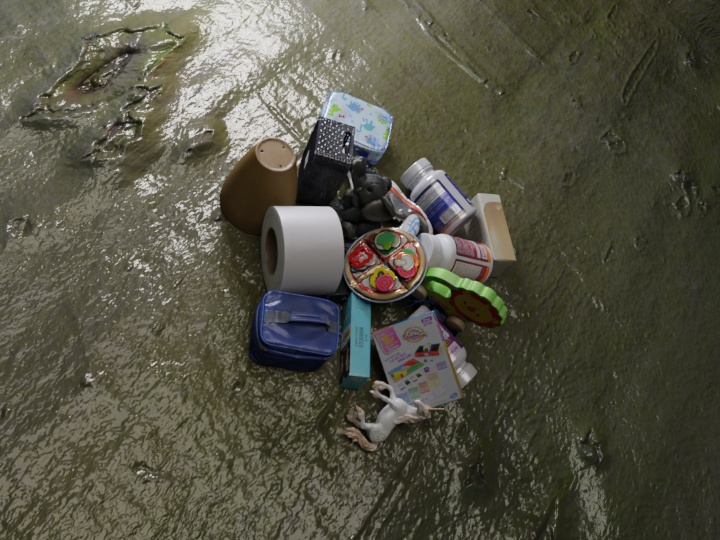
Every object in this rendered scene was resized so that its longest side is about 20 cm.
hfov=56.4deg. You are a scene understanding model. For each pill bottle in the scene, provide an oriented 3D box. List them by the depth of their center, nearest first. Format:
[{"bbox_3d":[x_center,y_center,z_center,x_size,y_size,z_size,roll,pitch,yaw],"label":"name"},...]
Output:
[{"bbox_3d":[0.176,0.189,1.568,0.200,0.112,0.112,47,57,7],"label":"pill bottle"},{"bbox_3d":[0.227,-0.030,1.683,0.198,0.109,0.111,12,59,-32],"label":"pill bottle"},{"bbox_3d":[0.202,-0.194,1.776,0.119,0.120,0.201,-33,80,-32],"label":"pill bottle"}]

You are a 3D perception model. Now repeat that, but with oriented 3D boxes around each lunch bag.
[{"bbox_3d":[-0.134,0.132,1.456,0.198,0.132,0.137,9,62,-17],"label":"lunch bag"},{"bbox_3d":[-0.019,-0.381,1.806,0.198,0.083,0.162,19,57,-12],"label":"lunch bag"}]

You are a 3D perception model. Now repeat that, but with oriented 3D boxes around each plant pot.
[{"bbox_3d":[-0.221,-0.213,1.565,0.184,0.200,0.188,10,59,-17],"label":"plant pot"}]

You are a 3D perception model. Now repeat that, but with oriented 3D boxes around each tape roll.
[{"bbox_3d":[-0.135,-0.044,1.509,0.138,0.203,0.205,-1,64,-23],"label":"tape roll"}]

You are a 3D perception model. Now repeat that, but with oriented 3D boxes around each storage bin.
[{"bbox_3d":[-0.090,-0.260,1.640,0.093,0.200,0.137,14,59,-15],"label":"storage bin"}]

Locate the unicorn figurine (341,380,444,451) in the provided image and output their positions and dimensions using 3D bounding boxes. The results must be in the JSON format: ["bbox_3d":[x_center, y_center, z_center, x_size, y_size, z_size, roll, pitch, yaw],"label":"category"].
[{"bbox_3d":[0.063,0.311,1.460,0.137,0.074,0.200,44,99,-1],"label":"unicorn figurine"}]

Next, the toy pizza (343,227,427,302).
[{"bbox_3d":[0.055,-0.019,1.544,0.198,0.032,0.202,-5,59,8],"label":"toy pizza"}]

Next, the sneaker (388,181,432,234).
[{"bbox_3d":[0.102,-0.146,1.751,0.082,0.077,0.200,-41,78,-14],"label":"sneaker"}]

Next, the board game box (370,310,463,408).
[{"bbox_3d":[0.127,0.208,1.500,0.151,0.040,0.202,-19,87,11],"label":"board game box"}]

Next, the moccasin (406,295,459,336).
[{"bbox_3d":[0.166,0.085,1.638,0.068,0.081,0.201,-33,79,-32],"label":"moccasin"}]

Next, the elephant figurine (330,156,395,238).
[{"bbox_3d":[0.025,-0.169,1.587,0.154,0.200,0.142,-25,76,-45],"label":"elephant figurine"}]

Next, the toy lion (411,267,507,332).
[{"bbox_3d":[0.231,0.063,1.533,0.200,0.191,0.069,40,65,-11],"label":"toy lion"}]

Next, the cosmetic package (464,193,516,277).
[{"bbox_3d":[0.340,-0.093,1.791,0.070,0.105,0.202,1,65,-22],"label":"cosmetic package"}]

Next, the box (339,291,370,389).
[{"bbox_3d":[-0.012,0.158,1.525,0.049,0.082,0.202,10,60,-15],"label":"box"}]

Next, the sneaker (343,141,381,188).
[{"bbox_3d":[0.015,-0.241,1.720,0.087,0.076,0.202,-17,85,17],"label":"sneaker"}]

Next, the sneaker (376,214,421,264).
[{"bbox_3d":[0.092,-0.075,1.638,0.072,0.072,0.201,35,50,-6],"label":"sneaker"}]

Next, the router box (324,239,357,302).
[{"bbox_3d":[0.000,0.000,1.625,0.198,0.051,0.151,1,63,-26],"label":"router box"}]
